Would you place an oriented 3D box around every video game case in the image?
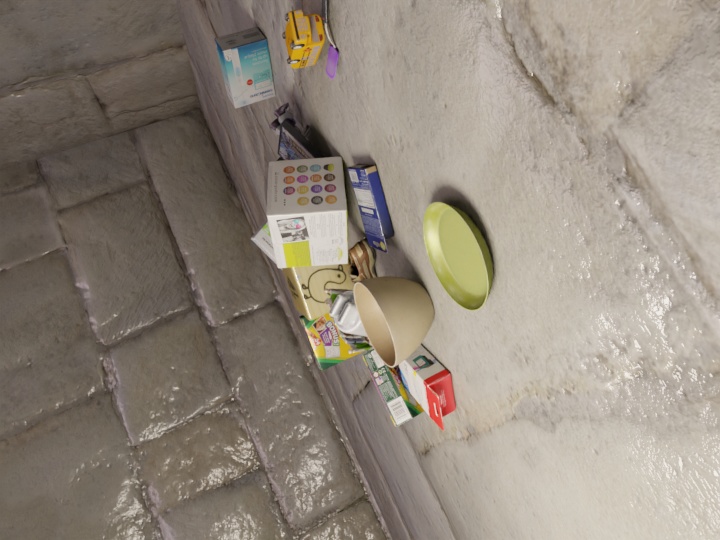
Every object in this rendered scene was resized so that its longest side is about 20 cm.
[{"bbox_3d":[-0.155,-0.312,1.485,0.200,0.026,0.181,44,162,0],"label":"video game case"}]

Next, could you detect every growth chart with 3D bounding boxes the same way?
[{"bbox_3d":[-0.034,0.140,1.469,0.018,0.144,0.203,-26,80,32],"label":"growth chart"}]

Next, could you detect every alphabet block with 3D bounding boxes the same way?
[{"bbox_3d":[-0.137,0.018,1.695,0.196,0.193,0.203,25,136,69],"label":"alphabet block"}]

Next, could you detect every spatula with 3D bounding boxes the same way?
[{"bbox_3d":[-0.066,-0.503,1.087,0.202,0.020,0.057,85,161,-44],"label":"spatula"}]

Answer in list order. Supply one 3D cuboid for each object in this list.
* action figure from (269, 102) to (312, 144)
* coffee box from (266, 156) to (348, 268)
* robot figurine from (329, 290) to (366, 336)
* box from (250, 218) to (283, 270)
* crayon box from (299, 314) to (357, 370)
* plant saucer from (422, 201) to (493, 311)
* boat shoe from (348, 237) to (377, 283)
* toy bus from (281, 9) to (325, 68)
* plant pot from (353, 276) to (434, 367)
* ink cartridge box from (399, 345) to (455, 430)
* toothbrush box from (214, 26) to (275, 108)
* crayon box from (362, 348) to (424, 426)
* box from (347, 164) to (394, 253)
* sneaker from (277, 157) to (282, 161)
[{"bbox_3d":[-0.180,-0.389,1.527,0.201,0.069,0.130,50,154,10],"label":"action figure"},{"bbox_3d":[-0.131,-0.149,1.354,0.202,0.194,0.202,89,176,-51],"label":"coffee box"},{"bbox_3d":[0.006,0.119,1.416,0.199,0.114,0.169,17,-161,-49],"label":"robot figurine"},{"bbox_3d":[-0.253,-0.129,1.776,0.156,0.201,0.041,46,159,-21],"label":"box"},{"bbox_3d":[-0.102,0.226,1.855,0.203,0.170,0.058,69,167,-7],"label":"crayon box"},{"bbox_3d":[0.174,-0.028,0.913,0.201,0.031,0.201,59,162,32],"label":"plant saucer"},{"bbox_3d":[0.000,0.000,1.434,0.076,0.073,0.202,52,157,43],"label":"boat shoe"},{"bbox_3d":[-0.125,-0.499,1.129,0.200,0.077,0.066,-154,52,-77],"label":"toy bus"},{"bbox_3d":[0.086,0.095,1.171,0.201,0.133,0.202,56,160,33],"label":"plant pot"},{"bbox_3d":[0.167,0.276,1.263,0.200,0.066,0.118,43,152,56],"label":"ink cartridge box"},{"bbox_3d":[-0.361,-0.638,1.646,0.086,0.145,0.201,57,160,32],"label":"toothbrush box"},{"bbox_3d":[0.097,0.306,1.413,0.202,0.058,0.172,64,-164,15],"label":"crayon box"},{"bbox_3d":[0.027,-0.147,1.227,0.121,0.032,0.203,-150,42,-66],"label":"box"},{"bbox_3d":[-0.221,-0.322,1.764,0.201,0.075,0.091,54,150,21],"label":"sneaker"}]
